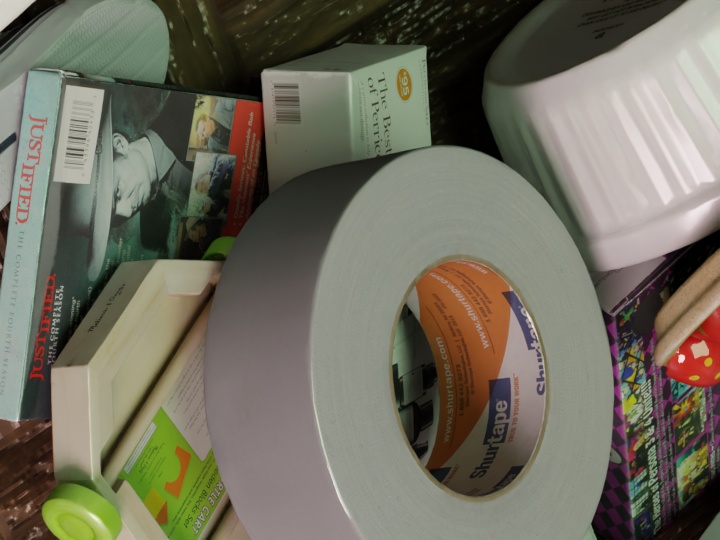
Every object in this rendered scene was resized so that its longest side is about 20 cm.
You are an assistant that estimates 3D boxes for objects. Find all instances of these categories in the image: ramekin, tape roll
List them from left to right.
[{"bbox_3d":[0.024,0.049,1.211,0.200,0.066,0.202,11,75,-47],"label":"tape roll"},{"bbox_3d":[0.148,-0.094,1.333,0.202,0.202,0.094,-42,108,-24],"label":"ramekin"}]

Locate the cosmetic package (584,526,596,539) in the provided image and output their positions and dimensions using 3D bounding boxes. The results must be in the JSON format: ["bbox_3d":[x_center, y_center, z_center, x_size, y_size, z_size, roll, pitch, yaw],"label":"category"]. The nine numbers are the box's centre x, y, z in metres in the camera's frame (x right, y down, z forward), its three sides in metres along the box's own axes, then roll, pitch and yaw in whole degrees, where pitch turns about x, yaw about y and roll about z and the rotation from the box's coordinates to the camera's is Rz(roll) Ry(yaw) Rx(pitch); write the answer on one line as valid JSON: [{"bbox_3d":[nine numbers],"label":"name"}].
[{"bbox_3d":[0.010,0.168,1.318,0.200,0.113,0.082,-37,118,-28],"label":"cosmetic package"}]

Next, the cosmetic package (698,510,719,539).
[{"bbox_3d":[0.234,0.167,1.473,0.200,0.051,0.152,-46,133,-41],"label":"cosmetic package"}]

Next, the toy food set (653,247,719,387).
[{"bbox_3d":[0.215,-0.018,1.279,0.049,0.200,0.198,48,46,8],"label":"toy food set"}]

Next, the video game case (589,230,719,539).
[{"bbox_3d":[0.179,0.024,1.418,0.181,0.036,0.201,-43,146,-24],"label":"video game case"}]

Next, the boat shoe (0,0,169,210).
[{"bbox_3d":[-0.155,-0.072,1.181,0.200,0.071,0.073,-37,130,-52],"label":"boat shoe"}]

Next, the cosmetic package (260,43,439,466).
[{"bbox_3d":[0.000,0.000,1.302,0.082,0.050,0.201,-28,117,-61],"label":"cosmetic package"}]

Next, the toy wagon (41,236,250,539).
[{"bbox_3d":[-0.059,0.091,1.198,0.200,0.039,0.156,58,47,-31],"label":"toy wagon"}]

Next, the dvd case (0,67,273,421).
[{"bbox_3d":[-0.089,-0.009,1.224,0.200,0.022,0.147,0,98,-62],"label":"dvd case"}]

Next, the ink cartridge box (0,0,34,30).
[{"bbox_3d":[-0.195,-0.130,1.095,0.200,0.144,0.085,-45,120,-22],"label":"ink cartridge box"}]
